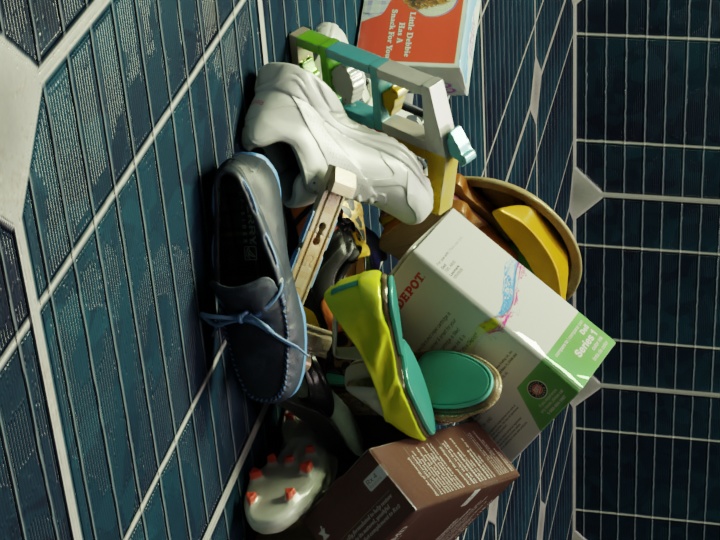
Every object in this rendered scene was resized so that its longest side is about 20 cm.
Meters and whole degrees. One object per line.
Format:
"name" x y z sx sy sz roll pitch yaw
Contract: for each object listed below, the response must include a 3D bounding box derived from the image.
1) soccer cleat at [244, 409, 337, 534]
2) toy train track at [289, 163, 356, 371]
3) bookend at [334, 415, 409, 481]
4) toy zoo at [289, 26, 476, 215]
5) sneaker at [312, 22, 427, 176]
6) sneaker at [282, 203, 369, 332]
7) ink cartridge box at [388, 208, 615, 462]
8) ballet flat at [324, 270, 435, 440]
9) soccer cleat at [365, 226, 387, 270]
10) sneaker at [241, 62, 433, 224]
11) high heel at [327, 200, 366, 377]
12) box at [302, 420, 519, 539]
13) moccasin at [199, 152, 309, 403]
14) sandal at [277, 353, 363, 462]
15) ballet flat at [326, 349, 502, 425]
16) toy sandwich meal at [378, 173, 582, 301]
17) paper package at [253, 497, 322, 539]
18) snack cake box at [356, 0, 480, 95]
"soccer cleat" -0.054 0.185 1.639 0.200 0.069 0.078 -68 148 -62
"toy train track" -0.045 0.012 1.503 0.115 0.033 0.200 20 92 -38
"bookend" 0.022 0.136 1.822 0.200 0.092 0.199 -60 161 -67
"toy zoo" 0.020 -0.128 1.607 0.020 0.200 0.131 -35 135 -34
"sneaker" 0.022 -0.150 1.726 0.080 0.129 0.199 -73 162 -47
"sneaker" -0.033 -0.041 1.611 0.070 0.090 0.201 10 84 -77
"ink cartridge box" 0.111 0.062 1.701 0.084 0.200 0.145 -46 175 -42
"ballet flat" 0.013 0.075 1.548 0.200 0.067 0.067 72 11 -46
"soccer cleat" -0.030 0.047 1.762 0.084 0.065 0.201 24 72 -45
"sneaker" -0.026 -0.084 1.550 0.200 0.078 0.100 35 70 -24
"high heel" 0.000 0.000 1.659 0.071 0.142 0.200 14 83 -33
"box" 0.049 0.200 1.629 0.100 0.075 0.200 -48 158 25
"moccasin" -0.094 0.010 1.435 0.068 0.080 0.200 -27 106 -69
"sandal" -0.041 0.096 1.598 0.200 0.048 0.075 47 22 -46
"ballet flat" 0.053 0.109 1.670 0.065 0.200 0.071 51 57 -43
"toy sandwich meal" 0.116 -0.013 1.766 0.205 0.205 0.070 81 27 -44
"paper package" -0.044 0.327 1.656 0.191 0.103 0.200 -58 148 -64
"snack cake box" 0.066 -0.287 1.910 0.067 0.115 0.200 64 33 -66
